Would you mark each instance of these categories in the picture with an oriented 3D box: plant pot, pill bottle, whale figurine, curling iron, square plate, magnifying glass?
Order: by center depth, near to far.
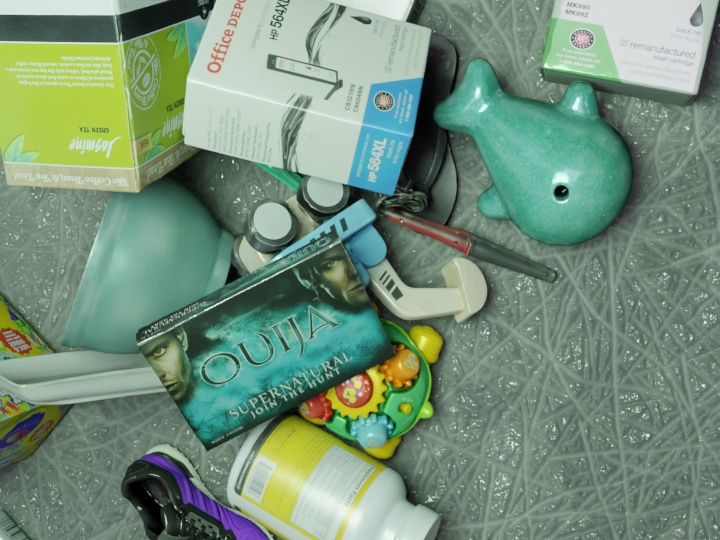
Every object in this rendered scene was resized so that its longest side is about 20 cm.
[{"bbox_3d":[0.160,-0.108,0.868,0.200,0.104,0.159,39,114,-3],"label":"whale figurine"},{"bbox_3d":[-0.259,0.100,0.903,0.199,0.197,0.029,0,93,54],"label":"square plate"},{"bbox_3d":[0.103,-0.033,0.915,0.199,0.050,0.026,28,58,-7],"label":"curling iron"},{"bbox_3d":[-0.025,0.231,0.926,0.199,0.112,0.113,26,98,18],"label":"pill bottle"},{"bbox_3d":[-0.206,-0.002,0.944,0.133,0.200,0.202,18,97,-15],"label":"plant pot"},{"bbox_3d":[-0.098,-0.117,0.966,0.199,0.080,0.022,29,74,21],"label":"magnifying glass"}]

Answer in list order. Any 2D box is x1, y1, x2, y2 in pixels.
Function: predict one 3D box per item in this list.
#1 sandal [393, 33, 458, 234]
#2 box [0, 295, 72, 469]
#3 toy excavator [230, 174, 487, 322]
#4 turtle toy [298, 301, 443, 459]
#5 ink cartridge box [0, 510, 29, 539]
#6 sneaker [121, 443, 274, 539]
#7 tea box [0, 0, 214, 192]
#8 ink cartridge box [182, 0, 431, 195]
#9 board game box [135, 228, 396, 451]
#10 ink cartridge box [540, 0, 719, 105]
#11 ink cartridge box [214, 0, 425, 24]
[{"bbox_3d":[0.059,-0.136,0.937,0.075,0.043,0.202,1,93,13],"label":"sandal"},{"bbox_3d":[-0.438,0.118,0.979,0.193,0.200,0.122,44,106,7],"label":"box"},{"bbox_3d":[0.000,0.000,0.902,0.194,0.100,0.201,-34,85,-26],"label":"toy excavator"},{"bbox_3d":[-0.017,0.101,0.935,0.199,0.101,0.147,25,97,11],"label":"turtle toy"},{"bbox_3d":[-0.413,0.416,1.071,0.196,0.043,0.200,44,103,7],"label":"ink cartridge box"},{"bbox_3d":[-0.175,0.273,0.979,0.200,0.099,0.070,38,102,9],"label":"sneaker"},{"bbox_3d":[-0.224,-0.194,0.838,0.132,0.200,0.199,5,114,13],"label":"tea box"},{"bbox_3d":[-0.047,-0.168,0.843,0.198,0.085,0.147,14,55,-4],"label":"ink cartridge box"},{"bbox_3d":[-0.082,0.065,0.838,0.199,0.028,0.136,-27,120,-1],"label":"board game box"},{"bbox_3d":[0.258,-0.269,0.864,0.145,0.084,0.202,12,95,13],"label":"ink cartridge box"},{"bbox_3d":[-0.043,-0.275,0.953,0.199,0.050,0.110,25,99,12],"label":"ink cartridge box"}]
